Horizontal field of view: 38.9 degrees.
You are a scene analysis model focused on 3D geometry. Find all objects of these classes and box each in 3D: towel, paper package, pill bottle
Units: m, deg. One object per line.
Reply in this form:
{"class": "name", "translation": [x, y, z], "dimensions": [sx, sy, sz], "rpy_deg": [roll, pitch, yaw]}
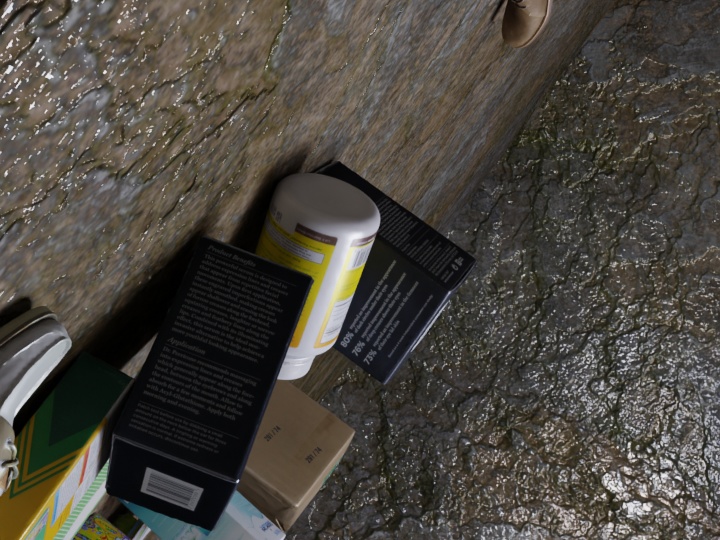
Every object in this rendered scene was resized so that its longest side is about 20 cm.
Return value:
{"class": "towel", "translation": [-0.301, 0.239, 1.033], "dimensions": [0.153, 0.023, 0.200], "rpy_deg": [-53, 173, 0]}
{"class": "paper package", "translation": [-0.142, 0.317, 1.786], "dimensions": [0.200, 0.191, 0.104], "rpy_deg": [-49, 172, -43]}
{"class": "pill bottle", "translation": [-0.059, 0.010, 1.035], "dimensions": [0.109, 0.109, 0.200], "rpy_deg": [-42, 156, -60]}

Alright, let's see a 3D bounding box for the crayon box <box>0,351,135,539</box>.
{"class": "crayon box", "translation": [-0.255, 0.175, 0.793], "dimensions": [0.200, 0.052, 0.126], "rpy_deg": [-61, 179, -40]}

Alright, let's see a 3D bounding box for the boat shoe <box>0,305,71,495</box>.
{"class": "boat shoe", "translation": [-0.241, 0.111, 0.618], "dimensions": [0.200, 0.068, 0.075], "rpy_deg": [-51, 173, -23]}

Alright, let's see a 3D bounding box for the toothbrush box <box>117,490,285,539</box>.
{"class": "toothbrush box", "translation": [-0.204, 0.319, 1.328], "dimensions": [0.085, 0.200, 0.146], "rpy_deg": [-50, 174, -3]}

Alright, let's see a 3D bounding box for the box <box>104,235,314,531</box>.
{"class": "box", "translation": [-0.132, 0.099, 0.887], "dimensions": [0.148, 0.107, 0.200], "rpy_deg": [118, -7, -57]}

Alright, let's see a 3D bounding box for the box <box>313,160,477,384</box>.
{"class": "box", "translation": [0.000, 0.000, 1.129], "dimensions": [0.148, 0.200, 0.104], "rpy_deg": [-56, 173, 30]}

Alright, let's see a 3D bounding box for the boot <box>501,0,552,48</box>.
{"class": "boot", "translation": [0.220, -0.376, 1.374], "dimensions": [0.075, 0.074, 0.200], "rpy_deg": [-28, 157, -28]}

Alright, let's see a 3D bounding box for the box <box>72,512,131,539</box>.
{"class": "box", "translation": [-0.348, 0.414, 1.169], "dimensions": [0.200, 0.122, 0.193], "rpy_deg": [-54, 173, 4]}

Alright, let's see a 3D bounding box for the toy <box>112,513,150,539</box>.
{"class": "toy", "translation": [-0.324, 0.365, 1.407], "dimensions": [0.115, 0.047, 0.200], "rpy_deg": [-61, 173, 30]}
